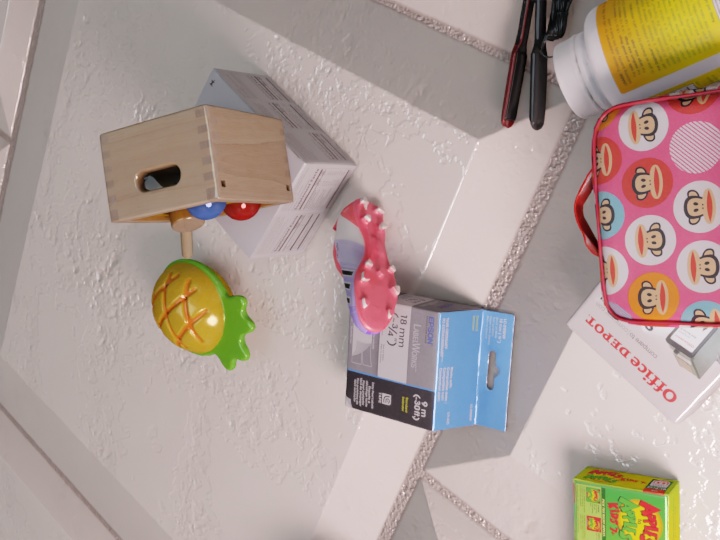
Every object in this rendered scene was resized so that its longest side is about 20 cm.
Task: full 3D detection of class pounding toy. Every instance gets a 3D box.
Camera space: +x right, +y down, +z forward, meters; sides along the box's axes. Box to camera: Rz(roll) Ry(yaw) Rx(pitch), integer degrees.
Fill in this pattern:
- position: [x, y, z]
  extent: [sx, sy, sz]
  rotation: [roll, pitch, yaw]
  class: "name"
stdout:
- position: [-0.197, -0.095, 0.962]
  extent: [0.197, 0.183, 0.145]
  rotation: [-9, 89, 27]
  class: "pounding toy"

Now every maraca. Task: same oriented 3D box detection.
- position: [-0.226, 0.062, 1.167]
  extent: [0.198, 0.106, 0.139]
  rotation: [27, 117, 31]
  class: "maraca"

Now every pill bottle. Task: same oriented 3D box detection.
- position: [0.286, -0.217, 0.752]
  extent: [0.198, 0.109, 0.111]
  rotation: [-20, 83, 35]
  class: "pill bottle"

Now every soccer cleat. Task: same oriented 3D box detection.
- position: [0.000, 0.000, 0.983]
  extent: [0.076, 0.066, 0.202]
  rotation: [-40, 41, 38]
  class: "soccer cleat"

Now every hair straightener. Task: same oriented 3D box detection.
- position: [0.204, -0.251, 0.867]
  extent: [0.076, 0.041, 0.203]
  rotation: [14, 98, 30]
  class: "hair straightener"

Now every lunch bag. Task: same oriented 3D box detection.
- position: [0.271, -0.050, 0.702]
  extent: [0.174, 0.081, 0.204]
  rotation: [-1, 91, 40]
  class: "lunch bag"

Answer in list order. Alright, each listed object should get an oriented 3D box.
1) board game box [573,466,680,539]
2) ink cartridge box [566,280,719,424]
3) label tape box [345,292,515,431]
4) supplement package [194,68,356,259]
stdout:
- position: [0.283, 0.321, 0.859]
  extent: [0.100, 0.047, 0.204]
  rotation: [1, 96, 35]
  class: "board game box"
- position: [0.320, 0.023, 0.776]
  extent: [0.146, 0.084, 0.201]
  rotation: [45, 118, 25]
  class: "ink cartridge box"
- position: [0.078, 0.110, 0.976]
  extent: [0.198, 0.063, 0.147]
  rotation: [9, 101, 36]
  class: "label tape box"
- position: [-0.135, -0.141, 1.076]
  extent: [0.200, 0.110, 0.157]
  rotation: [47, 119, 23]
  class: "supplement package"
